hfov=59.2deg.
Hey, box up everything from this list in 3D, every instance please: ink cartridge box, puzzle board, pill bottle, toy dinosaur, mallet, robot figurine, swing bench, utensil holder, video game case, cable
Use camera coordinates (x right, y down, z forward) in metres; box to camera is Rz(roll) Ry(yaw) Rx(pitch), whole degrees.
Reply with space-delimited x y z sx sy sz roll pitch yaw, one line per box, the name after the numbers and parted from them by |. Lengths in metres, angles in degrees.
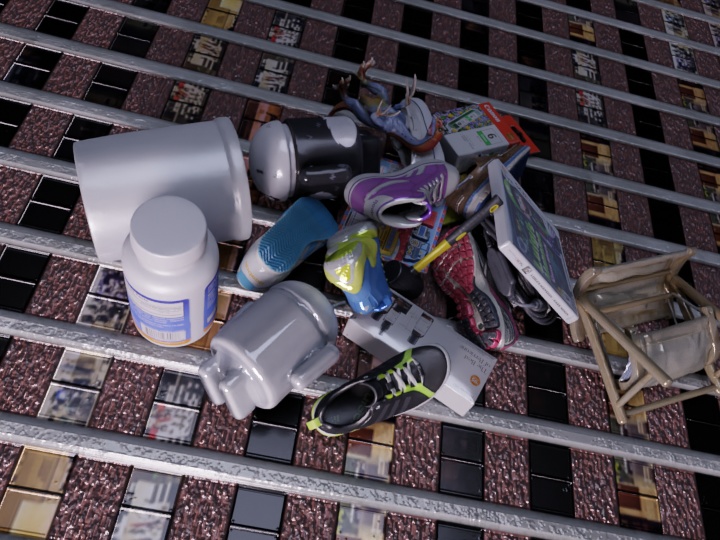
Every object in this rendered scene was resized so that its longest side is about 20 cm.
0.220 -0.241 1.118 0.198 0.051 0.109 -17 58 -22 | ink cartridge box
0.057 -0.096 0.998 0.149 0.017 0.201 19 55 4 | puzzle board
-0.228 0.002 0.768 0.111 0.201 0.113 7 57 -10 | pill bottle
0.048 -0.249 1.013 0.105 0.200 0.182 -36 86 -17 | toy dinosaur
0.122 -0.030 0.896 0.199 0.066 0.041 -35 46 10 | mallet
-0.070 -0.167 0.963 0.198 0.150 0.126 -7 77 -18 | robot figurine
0.434 0.088 0.928 0.197 0.130 0.201 -9 56 -18 | swing bench
-0.107 0.090 0.795 0.169 0.114 0.200 26 53 33 | robot figurine
-0.261 -0.106 0.850 0.198 0.170 0.171 -13 62 -18 | utensil holder
0.252 -0.047 0.933 0.182 0.023 0.201 41 34 -28 | video game case
0.242 -0.019 0.953 0.162 0.051 0.202 13 50 -46 | cable

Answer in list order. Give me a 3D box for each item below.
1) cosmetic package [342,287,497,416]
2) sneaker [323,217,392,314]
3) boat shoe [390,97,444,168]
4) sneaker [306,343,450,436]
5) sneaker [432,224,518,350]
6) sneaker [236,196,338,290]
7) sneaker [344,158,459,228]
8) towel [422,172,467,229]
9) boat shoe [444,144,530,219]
0.081 0.104 0.872 0.199 0.051 0.083 33 58 8 | cosmetic package
0.000 0.000 0.866 0.106 0.075 0.200 64 18 -15 | sneaker
0.083 -0.224 1.048 0.065 0.074 0.201 3 42 -19 | boat shoe
0.029 0.153 0.782 0.199 0.083 0.072 -27 82 -8 | sneaker
0.167 0.027 0.934 0.074 0.080 0.202 9 57 -42 | sneaker
-0.103 -0.041 0.901 0.077 0.081 0.200 52 37 -3 | sneaker
0.088 -0.103 0.918 0.199 0.073 0.114 -19 34 -30 | sneaker
0.155 -0.116 1.051 0.198 0.018 0.086 -19 59 -23 | towel
0.210 -0.158 1.037 0.072 0.073 0.200 31 50 22 | boat shoe
